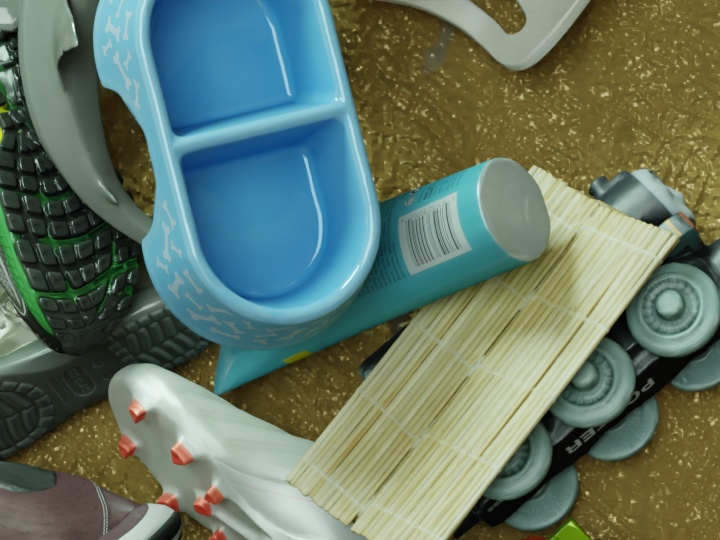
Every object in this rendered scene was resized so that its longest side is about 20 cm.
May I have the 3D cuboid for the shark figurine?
[{"bbox_3d":[-0.125,-0.085,1.400,0.128,0.090,0.215,-15,86,-14],"label":"shark figurine"}]

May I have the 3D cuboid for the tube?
[{"bbox_3d":[0.000,0.000,1.424,0.200,0.050,0.077,-21,49,39],"label":"tube"}]

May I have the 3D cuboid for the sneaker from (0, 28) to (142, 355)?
[{"bbox_3d":[-0.174,-0.041,1.465,0.085,0.078,0.200,-49,58,40],"label":"sneaker"}]

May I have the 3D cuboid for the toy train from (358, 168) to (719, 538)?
[{"bbox_3d":[0.095,0.038,1.426,0.200,0.085,0.114,-41,64,2],"label":"toy train"}]

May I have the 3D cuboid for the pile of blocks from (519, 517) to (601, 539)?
[{"bbox_3d":[0.077,0.157,1.348,0.062,0.200,0.082,47,118,-2],"label":"pile of blocks"}]

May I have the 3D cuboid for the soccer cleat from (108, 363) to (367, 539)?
[{"bbox_3d":[-0.036,0.107,1.445,0.200,0.069,0.078,38,57,12],"label":"soccer cleat"}]

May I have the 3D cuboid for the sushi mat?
[{"bbox_3d":[0.056,0.043,1.387,0.096,0.012,0.200,31,78,37],"label":"sushi mat"}]

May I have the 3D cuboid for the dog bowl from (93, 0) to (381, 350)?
[{"bbox_3d":[-0.052,-0.063,1.351,0.111,0.050,0.200,-14,90,-17],"label":"dog bowl"}]

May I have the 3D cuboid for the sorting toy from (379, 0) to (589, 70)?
[{"bbox_3d":[0.070,-0.201,1.472,0.200,0.107,0.180,27,93,15],"label":"sorting toy"}]

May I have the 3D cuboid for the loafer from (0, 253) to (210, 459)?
[{"bbox_3d":[-0.170,0.040,1.491,0.200,0.075,0.070,-21,53,-2],"label":"loafer"}]

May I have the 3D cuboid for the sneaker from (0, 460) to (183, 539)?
[{"bbox_3d":[-0.182,0.154,1.399,0.115,0.200,0.076,27,124,21],"label":"sneaker"}]
